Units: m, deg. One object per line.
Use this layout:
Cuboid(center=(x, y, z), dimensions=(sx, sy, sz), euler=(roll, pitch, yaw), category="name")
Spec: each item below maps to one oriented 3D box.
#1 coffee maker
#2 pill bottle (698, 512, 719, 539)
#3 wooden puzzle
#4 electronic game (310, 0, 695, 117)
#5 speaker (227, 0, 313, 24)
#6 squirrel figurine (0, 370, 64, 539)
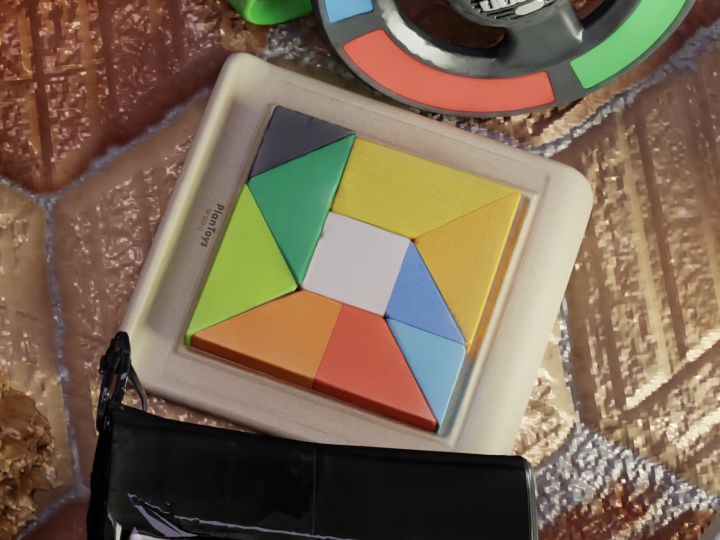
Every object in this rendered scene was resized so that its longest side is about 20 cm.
Cuboid(center=(-0.023, 0.124, 1.329), dimensions=(0.200, 0.135, 0.192), euler=(7, 73, -10), category="coffee maker")
Cuboid(center=(0.235, 0.195, 1.361), dimensions=(0.200, 0.111, 0.111), euler=(34, 69, 4), category="pill bottle")
Cuboid(center=(0.000, 0.000, 1.433), dimensions=(0.200, 0.037, 0.185), euler=(21, 68, -2), category="wooden puzzle")
Cuboid(center=(0.073, -0.151, 1.420), dimensions=(0.200, 0.200, 0.042), euler=(-3, 45, -10), category="electronic game")
Cuboid(center=(-0.067, -0.227, 1.479), dimensions=(0.088, 0.088, 0.200), euler=(-22, 75, -16), category="speaker")
Cuboid(center=(-0.232, 0.055, 1.320), dimensions=(0.200, 0.142, 0.187), euler=(36, 78, -14), category="squirrel figurine")
